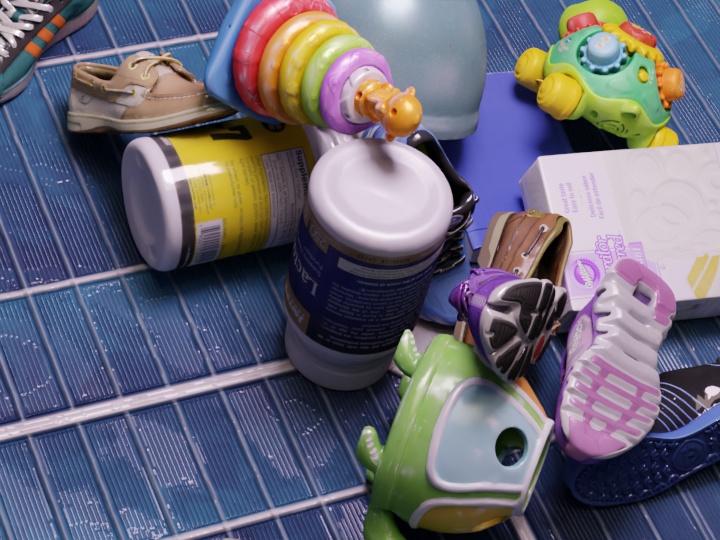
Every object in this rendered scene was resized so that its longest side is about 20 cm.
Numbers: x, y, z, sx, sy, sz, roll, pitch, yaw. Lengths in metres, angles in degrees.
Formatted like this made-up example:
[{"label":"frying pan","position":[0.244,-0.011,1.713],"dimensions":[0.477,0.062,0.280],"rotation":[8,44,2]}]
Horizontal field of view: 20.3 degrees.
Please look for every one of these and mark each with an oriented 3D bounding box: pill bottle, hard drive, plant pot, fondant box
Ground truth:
[{"label":"pill bottle","position":[0.000,0.000,1.608],"dimensions":[0.115,0.201,0.116],"rotation":[7,49,-8]},{"label":"pill bottle","position":[-0.092,-0.074,1.701],"dimensions":[0.199,0.115,0.115],"rotation":[-13,56,-24]},{"label":"hard drive","position":[0.133,-0.098,1.833],"dimensions":[0.131,0.025,0.201],"rotation":[-6,54,-18]},{"label":"plant pot","position":[0.026,-0.214,1.749],"dimensions":[0.199,0.135,0.201],"rotation":[15,21,-6]},{"label":"fondant box","position":[0.252,-0.031,1.763],"dimensions":[0.199,0.058,0.145],"rotation":[-6,71,-17]}]

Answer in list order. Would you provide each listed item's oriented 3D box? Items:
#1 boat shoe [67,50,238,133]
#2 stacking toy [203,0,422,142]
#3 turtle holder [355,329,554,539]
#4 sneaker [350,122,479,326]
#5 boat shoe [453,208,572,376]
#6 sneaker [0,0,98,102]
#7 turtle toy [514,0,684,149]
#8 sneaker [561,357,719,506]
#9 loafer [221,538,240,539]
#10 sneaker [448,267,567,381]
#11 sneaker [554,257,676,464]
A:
[{"label":"boat shoe","position":[-0.183,-0.152,1.699],"dimensions":[0.199,0.067,0.074],"rotation":[1,11,42]},{"label":"stacking toy","position":[-0.017,-0.150,1.581],"dimensions":[0.200,0.117,0.109],"rotation":[30,6,43]},{"label":"turtle holder","position":[0.069,0.146,1.541],"dimensions":[0.131,0.141,0.186],"rotation":[20,54,9]},{"label":"sneaker","position":[0.055,-0.036,1.665],"dimensions":[0.078,0.201,0.089],"rotation":[-32,29,-20]},{"label":"boat shoe","position":[0.127,0.038,1.659],"dimensions":[0.068,0.072,0.201],"rotation":[-1,65,31]},{"label":"sneaker","position":[-0.301,-0.228,1.792],"dimensions":[0.071,0.080,0.200],"rotation":[29,51,10]},{"label":"turtle toy","position":[0.225,-0.186,1.849],"dimensions":[0.145,0.101,0.200],"rotation":[24,17,-21]},{"label":"sneaker","position":[0.244,0.130,1.659],"dimensions":[0.199,0.071,0.078],"rotation":[-17,37,-20]},{"label":"loafer","position":[-0.031,0.265,1.472],"dimensions":[0.199,0.070,0.070],"rotation":[29,51,10]},{"label":"sneaker","position":[0.102,0.034,1.534],"dimensions":[0.083,0.200,0.081],"rotation":[21,92,11]},{"label":"sneaker","position":[0.194,0.085,1.625],"dimensions":[0.080,0.088,0.201],"rotation":[35,46,-11]}]
